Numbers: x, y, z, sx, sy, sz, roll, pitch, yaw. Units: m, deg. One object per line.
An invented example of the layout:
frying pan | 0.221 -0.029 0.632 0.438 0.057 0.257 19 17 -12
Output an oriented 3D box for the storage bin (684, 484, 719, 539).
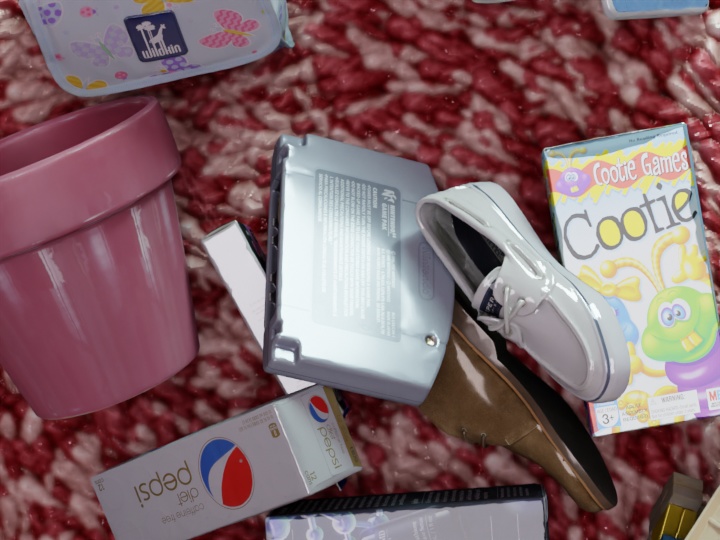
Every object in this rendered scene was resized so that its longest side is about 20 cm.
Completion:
storage bin | 0.287 0.266 1.597 0.200 0.094 0.199 40 80 -33

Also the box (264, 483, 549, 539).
box | 0.038 0.234 1.663 0.198 0.107 0.150 -5 89 3

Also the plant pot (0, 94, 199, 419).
plant pot | -0.201 -0.004 1.649 0.199 0.200 0.180 -21 103 2

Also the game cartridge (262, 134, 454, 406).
game cartridge | 0.000 0.000 1.643 0.132 0.041 0.201 12 51 -13

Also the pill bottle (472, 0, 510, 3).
pill bottle | 0.100 -0.296 1.668 0.112 0.113 0.202 -11 88 3

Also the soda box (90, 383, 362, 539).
soda box | -0.094 0.141 1.640 0.199 0.063 0.069 -24 88 41

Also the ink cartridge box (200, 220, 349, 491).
ink cartridge box | -0.049 0.060 1.677 0.037 0.095 0.201 -27 88 1

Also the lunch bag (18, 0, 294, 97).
lunch bag | -0.140 -0.192 1.634 0.168 0.200 0.128 -10 88 2

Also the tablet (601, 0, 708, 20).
tablet | 0.190 -0.278 1.669 0.014 0.130 0.202 -12 88 42

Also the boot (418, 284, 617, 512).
boot | 0.102 0.105 1.687 0.075 0.074 0.200 -44 79 11

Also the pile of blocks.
pile of blocks | 0.222 0.248 1.666 0.062 0.082 0.202 17 91 -7

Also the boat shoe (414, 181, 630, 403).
boat shoe | 0.105 0.019 1.609 0.200 0.065 0.074 49 132 35

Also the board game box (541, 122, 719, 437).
board game box | 0.193 0.008 1.661 0.102 0.105 0.202 -10 88 4
